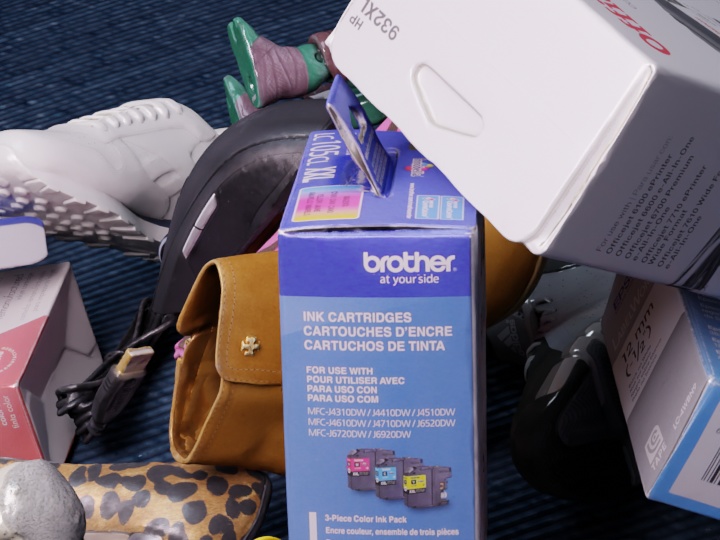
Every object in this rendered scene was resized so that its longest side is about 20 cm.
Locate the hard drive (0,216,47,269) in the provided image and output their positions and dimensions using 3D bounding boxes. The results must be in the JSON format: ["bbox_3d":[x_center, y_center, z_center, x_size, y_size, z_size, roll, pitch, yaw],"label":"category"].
[{"bbox_3d":[-0.264,-0.002,1.234,0.132,0.025,0.200,-9,2,-35],"label":"hard drive"}]

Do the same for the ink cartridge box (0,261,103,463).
[{"bbox_3d":[-0.243,0.064,1.220,0.200,0.068,0.117,-8,30,13],"label":"ink cartridge box"}]

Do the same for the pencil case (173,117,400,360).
[{"bbox_3d":[0.008,0.002,1.149,0.200,0.094,0.091,-44,35,-11],"label":"pencil case"}]

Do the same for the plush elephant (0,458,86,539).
[{"bbox_3d":[-0.182,0.177,0.916,0.155,0.165,0.200,-18,-2,-32],"label":"plush elephant"}]

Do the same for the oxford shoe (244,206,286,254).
[{"bbox_3d":[0.010,-0.005,1.220,0.073,0.071,0.200,21,45,41],"label":"oxford shoe"}]

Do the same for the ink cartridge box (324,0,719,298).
[{"bbox_3d":[0.109,-0.062,0.936,0.200,0.084,0.145,12,27,-45],"label":"ink cartridge box"}]

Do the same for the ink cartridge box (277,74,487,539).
[{"bbox_3d":[0.012,0.028,0.924,0.076,0.200,0.136,1,18,3],"label":"ink cartridge box"}]

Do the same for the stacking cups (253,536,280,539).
[{"bbox_3d":[0.039,0.156,0.957,0.200,0.061,0.061,11,38,30],"label":"stacking cups"}]

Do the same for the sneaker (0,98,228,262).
[{"bbox_3d":[-0.126,-0.053,1.251,0.076,0.081,0.200,3,-7,32],"label":"sneaker"}]

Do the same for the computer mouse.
[{"bbox_3d":[-0.087,-0.006,1.166,0.200,0.046,0.140,-48,6,34],"label":"computer mouse"}]

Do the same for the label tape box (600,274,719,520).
[{"bbox_3d":[0.180,0.037,1.013,0.143,0.066,0.200,17,25,-12],"label":"label tape box"}]

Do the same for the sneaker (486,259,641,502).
[{"bbox_3d":[0.091,0.044,1.110,0.115,0.075,0.200,-1,24,35],"label":"sneaker"}]

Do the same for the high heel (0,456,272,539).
[{"bbox_3d":[-0.139,0.094,1.106,0.142,0.071,0.200,-33,51,-17],"label":"high heel"}]

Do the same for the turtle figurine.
[{"bbox_3d":[0.033,-0.114,1.235,0.200,0.150,0.101,-17,49,-14],"label":"turtle figurine"}]

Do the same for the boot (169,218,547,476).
[{"bbox_3d":[-0.001,0.000,1.050,0.144,0.201,0.071,8,17,-36],"label":"boot"}]
